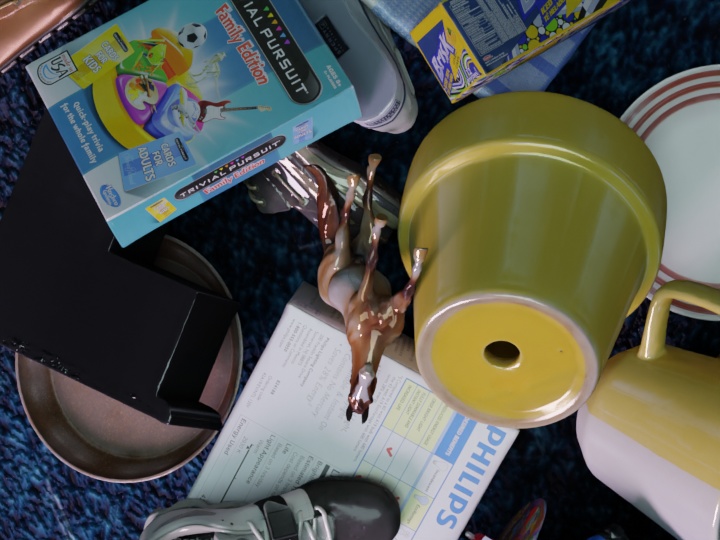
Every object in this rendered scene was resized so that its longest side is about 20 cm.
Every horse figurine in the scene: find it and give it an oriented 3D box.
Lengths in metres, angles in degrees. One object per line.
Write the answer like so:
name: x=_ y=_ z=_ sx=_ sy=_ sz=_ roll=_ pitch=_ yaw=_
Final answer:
horse figurine: x=0.000 y=0.000 z=1.257 sx=0.050 sy=0.200 sz=0.133 roll=1 pitch=123 yaw=-20

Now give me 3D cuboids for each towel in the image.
towel: x=0.082 y=-0.221 z=1.304 sx=0.200 sy=0.024 sz=0.147 roll=40 pitch=66 yaw=-4

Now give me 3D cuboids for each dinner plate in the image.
dinner plate: x=0.283 y=-0.061 z=1.348 sx=0.199 sy=0.024 sz=0.201 roll=1 pitch=99 yaw=4

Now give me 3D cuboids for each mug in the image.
mug: x=0.252 y=0.109 z=1.280 sx=0.153 sy=0.149 sz=0.187 roll=26 pitch=95 yaw=39

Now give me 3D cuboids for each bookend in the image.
bookend: x=-0.171 y=-0.009 z=1.313 sx=0.198 sy=0.092 sz=0.201 roll=22 pitch=90 yaw=22

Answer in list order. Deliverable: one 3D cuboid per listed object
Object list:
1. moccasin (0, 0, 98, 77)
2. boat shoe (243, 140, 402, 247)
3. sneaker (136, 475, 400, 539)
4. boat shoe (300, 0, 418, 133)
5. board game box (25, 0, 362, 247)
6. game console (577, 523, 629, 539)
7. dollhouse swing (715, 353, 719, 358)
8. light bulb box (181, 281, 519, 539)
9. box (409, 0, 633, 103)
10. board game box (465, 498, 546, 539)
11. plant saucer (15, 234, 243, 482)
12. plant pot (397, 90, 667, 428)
moccasin: x=-0.246 y=-0.227 z=1.346 sx=0.201 sy=0.074 sz=0.078 roll=-33 pitch=105 yaw=18
boat shoe: x=-0.059 y=-0.076 z=1.349 sx=0.200 sy=0.075 sz=0.073 roll=35 pitch=100 yaw=0
sneaker: x=-0.069 y=0.202 z=1.263 sx=0.199 sy=0.089 sz=0.074 roll=-11 pitch=97 yaw=6
boat shoe: x=-0.009 y=-0.188 z=1.330 sx=0.075 sy=0.086 sz=0.202 roll=-38 pitch=65 yaw=14
board game box: x=-0.123 y=-0.131 z=1.259 sx=0.200 sy=0.047 sz=0.151 roll=-29 pitch=65 yaw=-5
game console: x=0.184 y=0.265 z=1.307 sx=0.171 sy=0.200 sz=0.118 roll=-38 pitch=81 yaw=-13
dollhouse swing: x=0.342 y=0.165 z=1.314 sx=0.176 sy=0.182 sz=0.200 roll=39 pitch=101 yaw=-20
light bulb box: x=-0.007 y=0.145 z=1.354 sx=0.199 sy=0.125 sz=0.199 roll=29 pitch=100 yaw=0
box: x=0.139 y=-0.202 z=1.268 sx=0.200 sy=0.070 sz=0.064 roll=-30 pitch=89 yaw=-22
board game box: x=0.071 y=0.250 z=1.347 sx=0.039 sy=0.158 sz=0.200 roll=36 pitch=101 yaw=-1
plant saucer: x=-0.180 y=0.069 z=1.377 sx=0.199 sy=0.034 sz=0.201 roll=-2 pitch=82 yaw=18
plant pot: x=0.117 y=0.003 z=1.252 sx=0.200 sy=0.189 sz=0.201 roll=7 pitch=131 yaw=9
